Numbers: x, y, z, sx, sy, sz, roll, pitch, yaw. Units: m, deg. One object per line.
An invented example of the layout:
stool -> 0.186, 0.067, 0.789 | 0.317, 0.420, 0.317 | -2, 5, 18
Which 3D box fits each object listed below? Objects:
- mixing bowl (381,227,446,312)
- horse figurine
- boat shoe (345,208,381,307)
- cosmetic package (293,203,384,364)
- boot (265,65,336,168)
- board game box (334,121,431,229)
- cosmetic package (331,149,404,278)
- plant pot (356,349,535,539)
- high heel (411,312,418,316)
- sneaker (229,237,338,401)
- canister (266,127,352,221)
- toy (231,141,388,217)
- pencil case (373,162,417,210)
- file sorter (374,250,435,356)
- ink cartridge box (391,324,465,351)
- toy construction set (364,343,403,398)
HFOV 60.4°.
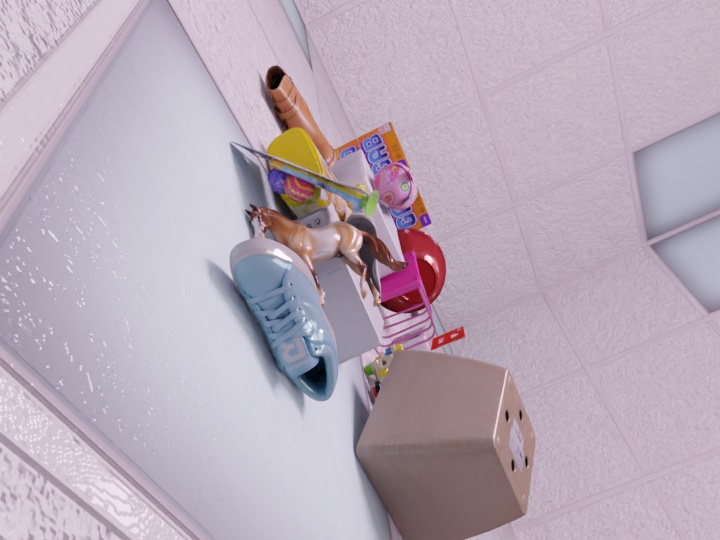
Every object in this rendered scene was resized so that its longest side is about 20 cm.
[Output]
mixing bowl -> 0.115, 0.011, 1.413 | 0.204, 0.196, 0.108 | 65, -3, -12
horse figurine -> -0.040, -0.017, 0.768 | 0.050, 0.195, 0.136 | -51, -129, 53
boat shoe -> -0.002, -0.001, 0.981 | 0.065, 0.072, 0.207 | -79, 170, -62
cosmetic package -> -0.039, 0.016, 0.880 | 0.113, 0.079, 0.205 | -61, 129, -79
boot -> -0.116, -0.287, 1.175 | 0.157, 0.075, 0.203 | 61, 8, -48
board game box -> 0.046, -0.213, 1.611 | 0.201, 0.195, 0.203 | 58, 12, -47
cosmetic package -> -0.006, -0.108, 1.267 | 0.201, 0.120, 0.203 | -98, 162, -66
plant pot -> 0.135, 0.238, 0.853 | 0.203, 0.173, 0.201 | 63, 32, -24
high heel -> 0.174, 0.057, 2.143 | 0.202, 0.069, 0.146 | 85, -5, -59
sneaker -> -0.065, 0.056, 0.617 | 0.202, 0.072, 0.083 | 59, 8, -41
canister -> -0.067, -0.115, 1.006 | 0.201, 0.085, 0.151 | 53, 11, -55
toy -> -0.069, -0.110, 0.814 | 0.115, 0.195, 0.049 | 14, 95, -69
pencil case -> 0.076, -0.168, 1.257 | 0.200, 0.085, 0.090 | -23, 89, -83
file sorter -> 0.072, 0.068, 1.264 | 0.201, 0.136, 0.128 | -86, 154, -72
ink cartridge box -> 0.155, 0.156, 1.429 | 0.045, 0.170, 0.200 | 65, 8, 2
toy construction set -> 0.072, 0.222, 1.046 | 0.203, 0.091, 0.131 | 59, 5, 17
